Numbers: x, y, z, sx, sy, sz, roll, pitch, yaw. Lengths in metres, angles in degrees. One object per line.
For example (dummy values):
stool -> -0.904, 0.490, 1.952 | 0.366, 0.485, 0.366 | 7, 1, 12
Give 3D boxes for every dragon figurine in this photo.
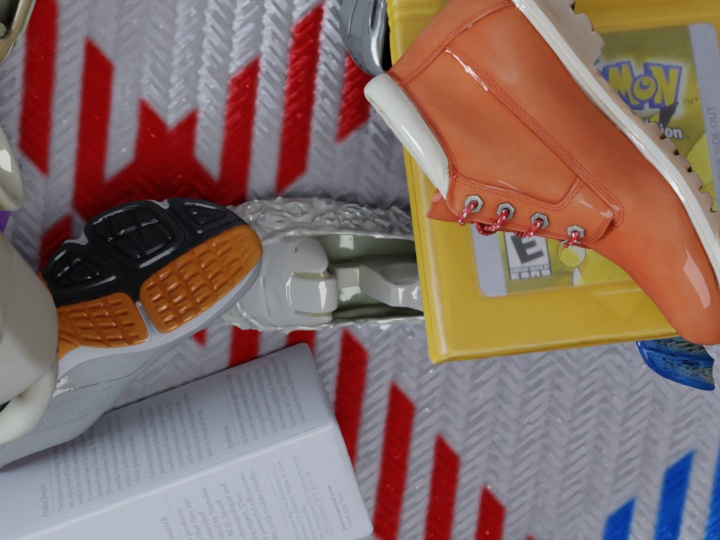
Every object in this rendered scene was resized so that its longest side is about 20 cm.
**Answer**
dragon figurine -> 0.165, 0.021, 1.258 | 0.199, 0.100, 0.059 | 23, 106, -20

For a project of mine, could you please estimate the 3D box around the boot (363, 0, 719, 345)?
boot -> 0.088, -0.033, 1.073 | 0.107, 0.075, 0.200 | -36, 80, -5

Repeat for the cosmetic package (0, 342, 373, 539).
cosmetic package -> -0.103, 0.118, 1.247 | 0.199, 0.102, 0.072 | -19, 114, -2

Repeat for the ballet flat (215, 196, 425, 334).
ballet flat -> 0.000, 0.000, 1.240 | 0.198, 0.072, 0.072 | -3, 112, -9

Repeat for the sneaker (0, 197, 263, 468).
sneaker -> -0.134, 0.035, 1.225 | 0.199, 0.076, 0.092 | -28, 157, 4

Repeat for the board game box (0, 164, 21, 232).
board game box -> -0.276, -0.027, 1.180 | 0.199, 0.032, 0.120 | 17, 129, -17

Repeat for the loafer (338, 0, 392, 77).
loafer -> 0.060, -0.177, 1.178 | 0.070, 0.070, 0.201 | 26, 104, -18

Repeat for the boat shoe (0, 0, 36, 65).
boat shoe -> -0.182, -0.144, 1.150 | 0.073, 0.063, 0.201 | 27, 105, -19

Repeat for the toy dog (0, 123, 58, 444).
toy dog -> -0.250, 0.012, 1.125 | 0.199, 0.140, 0.194 | -13, 140, 11

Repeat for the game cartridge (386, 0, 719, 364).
game cartridge -> 0.106, -0.066, 1.125 | 0.175, 0.032, 0.202 | -7, 84, -7
